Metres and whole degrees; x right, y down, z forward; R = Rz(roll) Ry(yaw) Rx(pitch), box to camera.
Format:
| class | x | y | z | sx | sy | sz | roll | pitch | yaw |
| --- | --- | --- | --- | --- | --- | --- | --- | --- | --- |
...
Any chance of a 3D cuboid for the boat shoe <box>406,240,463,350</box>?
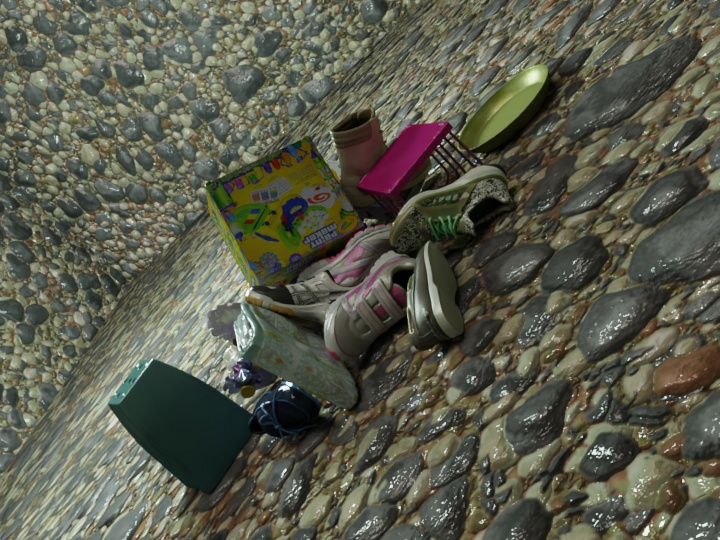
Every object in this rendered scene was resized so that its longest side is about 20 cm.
| class | x | y | z | sx | sy | sz | roll | pitch | yaw |
| --- | --- | --- | --- | --- | --- | --- | --- | --- | --- |
| boat shoe | 0.090 | 0.029 | 1.074 | 0.060 | 0.072 | 0.202 | -35 | 25 | 20 |

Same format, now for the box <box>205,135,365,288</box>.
| class | x | y | z | sx | sy | sz | roll | pitch | yaw |
| --- | --- | --- | --- | --- | --- | --- | --- | --- | --- |
| box | -0.128 | -0.085 | 1.379 | 0.199 | 0.194 | 0.122 | -27 | -16 | -16 |

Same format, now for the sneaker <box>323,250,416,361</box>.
| class | x | y | z | sx | sy | sz | roll | pitch | yaw |
| --- | --- | --- | --- | --- | --- | --- | --- | --- | --- |
| sneaker | 0.025 | 0.046 | 1.170 | 0.200 | 0.081 | 0.088 | -52 | 19 | -21 |

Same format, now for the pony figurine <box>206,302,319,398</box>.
| class | x | y | z | sx | sy | sz | roll | pitch | yaw |
| --- | --- | --- | --- | --- | --- | --- | --- | --- | --- |
| pony figurine | -0.156 | 0.136 | 1.349 | 0.191 | 0.168 | 0.200 | -13 | 18 | 2 |

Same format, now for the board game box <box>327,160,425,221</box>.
| class | x | y | z | sx | sy | sz | roll | pitch | yaw |
| --- | --- | --- | --- | --- | --- | --- | --- | --- | --- |
| board game box | 0.008 | -0.150 | 1.526 | 0.198 | 0.035 | 0.127 | 7 | 45 | 22 |

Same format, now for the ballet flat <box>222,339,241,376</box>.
| class | x | y | z | sx | sy | sz | roll | pitch | yaw |
| --- | --- | --- | --- | --- | --- | --- | --- | --- | --- |
| ballet flat | -0.234 | 0.162 | 1.568 | 0.076 | 0.064 | 0.200 | -50 | 17 | 11 |

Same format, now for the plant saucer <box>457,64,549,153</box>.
| class | x | y | z | sx | sy | sz | roll | pitch | yaw |
| --- | --- | --- | --- | --- | --- | --- | --- | --- | --- |
| plant saucer | 0.250 | -0.269 | 1.397 | 0.200 | 0.031 | 0.200 | -43 | 18 | 17 |

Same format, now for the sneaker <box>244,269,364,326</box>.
| class | x | y | z | sx | sy | sz | roll | pitch | yaw |
| --- | --- | --- | --- | --- | --- | --- | --- | --- | --- |
| sneaker | -0.077 | 0.040 | 1.263 | 0.076 | 0.198 | 0.089 | 80 | -158 | -74 |

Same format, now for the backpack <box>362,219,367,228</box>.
| class | x | y | z | sx | sy | sz | roll | pitch | yaw |
| --- | --- | --- | --- | --- | --- | --- | --- | --- | --- |
| backpack | -0.098 | -0.042 | 1.591 | 0.200 | 0.153 | 0.164 | -50 | 19 | 38 |

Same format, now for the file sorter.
| class | x | y | z | sx | sy | sz | roll | pitch | yaw |
| --- | --- | --- | --- | --- | --- | --- | --- | --- | --- |
| file sorter | 0.104 | -0.143 | 1.317 | 0.139 | 0.125 | 0.200 | -50 | 17 | -3 |

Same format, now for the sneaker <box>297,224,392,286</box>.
| class | x | y | z | sx | sy | sz | roll | pitch | yaw |
| --- | --- | --- | --- | --- | --- | --- | --- | --- | --- |
| sneaker | 0.000 | 0.000 | 1.325 | 0.199 | 0.089 | 0.081 | -34 | -16 | 9 |

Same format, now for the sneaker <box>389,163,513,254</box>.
| class | x | y | z | sx | sy | sz | roll | pitch | yaw |
| --- | --- | --- | --- | --- | --- | --- | --- | --- | --- |
| sneaker | 0.132 | -0.076 | 1.167 | 0.199 | 0.077 | 0.089 | -31 | 37 | 7 |

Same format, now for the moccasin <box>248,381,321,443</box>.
| class | x | y | z | sx | sy | sz | roll | pitch | yaw |
| --- | --- | --- | --- | --- | --- | --- | --- | --- | --- |
| moccasin | -0.111 | 0.213 | 1.175 | 0.068 | 0.080 | 0.200 | -53 | 4 | -25 |

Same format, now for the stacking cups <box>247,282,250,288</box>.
| class | x | y | z | sx | sy | sz | roll | pitch | yaw |
| --- | --- | --- | --- | --- | --- | --- | --- | --- | --- |
| stacking cups | -0.162 | -0.010 | 1.767 | 0.199 | 0.060 | 0.061 | -36 | 21 | 33 |

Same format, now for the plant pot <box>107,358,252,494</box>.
| class | x | y | z | sx | sy | sz | roll | pitch | yaw |
| --- | --- | --- | --- | --- | --- | --- | --- | --- | --- |
| plant pot | -0.300 | 0.240 | 1.334 | 0.142 | 0.200 | 0.141 | -54 | 19 | -23 |

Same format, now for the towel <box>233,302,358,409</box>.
| class | x | y | z | sx | sy | sz | roll | pitch | yaw |
| --- | --- | --- | --- | --- | --- | --- | --- | --- | --- |
| towel | -0.095 | 0.115 | 1.160 | 0.048 | 0.170 | 0.200 | -61 | 17 | 6 |

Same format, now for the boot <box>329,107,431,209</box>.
| class | x | y | z | sx | sy | sz | roll | pitch | yaw |
| --- | --- | --- | --- | --- | --- | --- | --- | --- | --- |
| boot | 0.039 | -0.213 | 1.435 | 0.199 | 0.156 | 0.072 | -28 | 32 | -27 |

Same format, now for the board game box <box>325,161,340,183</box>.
| class | x | y | z | sx | sy | sz | roll | pitch | yaw |
| --- | --- | --- | --- | --- | --- | --- | --- | --- | --- |
| board game box | -0.055 | -0.088 | 1.474 | 0.095 | 0.201 | 0.030 | -29 | -11 | 18 |
